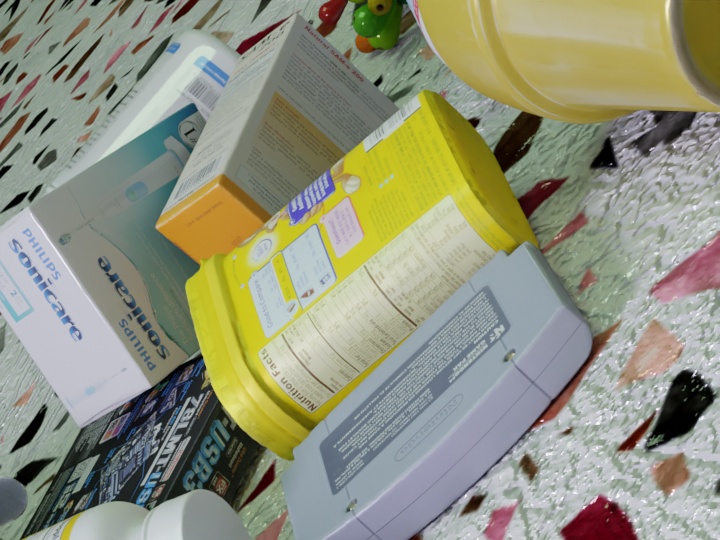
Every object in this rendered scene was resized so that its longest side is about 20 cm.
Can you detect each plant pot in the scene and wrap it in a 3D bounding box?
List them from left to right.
[{"bbox_3d":[0.160,-0.172,1.150,0.201,0.201,0.189,-50,35,-9],"label":"plant pot"}]

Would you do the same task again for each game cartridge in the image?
[{"bbox_3d":[0.040,0.078,1.134,0.200,0.042,0.133,-44,25,9],"label":"game cartridge"}]

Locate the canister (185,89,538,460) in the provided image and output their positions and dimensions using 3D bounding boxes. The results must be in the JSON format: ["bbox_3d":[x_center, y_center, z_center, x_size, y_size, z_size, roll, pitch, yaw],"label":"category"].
[{"bbox_3d":[0.000,0.000,1.255,0.200,0.086,0.149,-39,38,15],"label":"canister"}]

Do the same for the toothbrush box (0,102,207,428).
[{"bbox_3d":[-0.155,-0.007,1.438,0.085,0.147,0.200,-30,7,38],"label":"toothbrush box"}]

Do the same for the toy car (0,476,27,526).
[{"bbox_3d":[-0.294,0.203,1.301,0.199,0.165,0.158,-15,1,4],"label":"toy car"}]

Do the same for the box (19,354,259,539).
[{"bbox_3d":[-0.148,0.147,1.361,0.198,0.050,0.201,-27,28,42],"label":"box"}]

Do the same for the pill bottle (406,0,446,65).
[{"bbox_3d":[0.078,-0.222,1.469,0.109,0.109,0.200,-42,29,13],"label":"pill bottle"}]

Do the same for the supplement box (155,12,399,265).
[{"bbox_3d":[-0.049,-0.068,1.450,0.073,0.126,0.201,-32,25,38],"label":"supplement box"}]

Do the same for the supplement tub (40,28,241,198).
[{"bbox_3d":[-0.156,-0.085,1.686,0.200,0.132,0.132,-49,20,-7],"label":"supplement tub"}]

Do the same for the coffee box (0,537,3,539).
[{"bbox_3d":[-0.334,0.232,1.483,0.200,0.113,0.080,-23,31,47],"label":"coffee box"}]

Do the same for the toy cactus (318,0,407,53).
[{"bbox_3d":[0.047,-0.253,1.669,0.165,0.102,0.200,-42,10,-15],"label":"toy cactus"}]

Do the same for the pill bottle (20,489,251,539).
[{"bbox_3d":[-0.159,0.199,1.181,0.199,0.112,0.112,-25,28,21],"label":"pill bottle"}]
